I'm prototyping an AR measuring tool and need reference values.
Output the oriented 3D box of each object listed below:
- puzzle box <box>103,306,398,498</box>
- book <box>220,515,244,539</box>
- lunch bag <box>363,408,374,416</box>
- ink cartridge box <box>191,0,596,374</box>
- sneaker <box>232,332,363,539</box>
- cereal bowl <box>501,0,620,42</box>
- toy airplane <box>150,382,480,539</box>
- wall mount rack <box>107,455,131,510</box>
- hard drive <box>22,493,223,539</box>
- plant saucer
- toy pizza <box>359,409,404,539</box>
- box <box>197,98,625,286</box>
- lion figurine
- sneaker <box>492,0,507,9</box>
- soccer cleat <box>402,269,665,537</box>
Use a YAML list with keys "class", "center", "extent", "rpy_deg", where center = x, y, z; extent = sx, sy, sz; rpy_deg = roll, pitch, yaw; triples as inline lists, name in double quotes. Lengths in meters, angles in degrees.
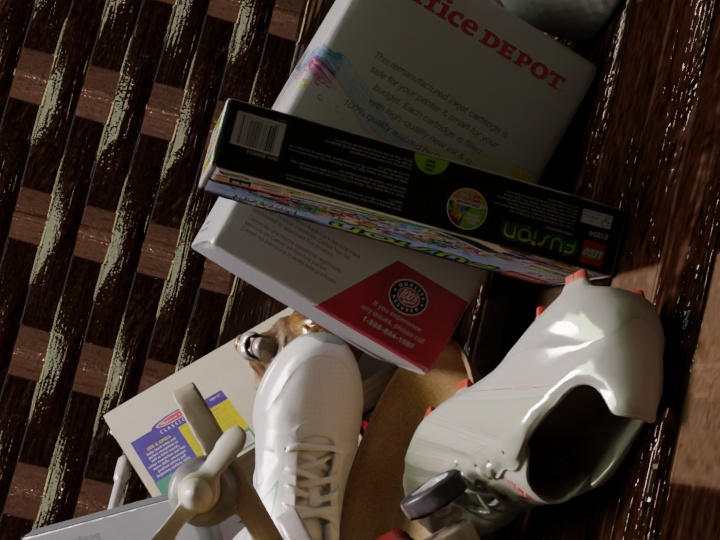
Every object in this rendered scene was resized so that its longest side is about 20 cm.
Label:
- class: "puzzle box"
  center: [-0.074, 0.091, 1.117]
  extent: [0.133, 0.200, 0.025]
  rpy_deg: [43, 160, 56]
- class: "book"
  center: [-0.081, 0.268, 1.154]
  extent: [0.048, 0.133, 0.200]
  rpy_deg: [-165, 90, -84]
- class: "lunch bag"
  center: [-0.064, 0.143, 1.242]
  extent: [0.200, 0.136, 0.133]
  rpy_deg: [117, 165, -50]
- class: "ink cartridge box"
  center: [0.015, -0.064, 0.924]
  extent: [0.200, 0.145, 0.145]
  rpy_deg: [-59, 8, -5]
- class: "sneaker"
  center: [-0.033, 0.138, 0.954]
  extent: [0.080, 0.070, 0.201]
  rpy_deg: [-143, 63, -68]
- class: "cereal bowl"
  center: [0.118, -0.239, 0.915]
  extent: [0.200, 0.083, 0.201]
  rpy_deg: [-165, 90, -82]
- class: "toy airplane"
  center: [-0.024, 0.170, 0.744]
  extent: [0.200, 0.141, 0.199]
  rpy_deg: [35, 144, 41]
- class: "wall mount rack"
  center: [-0.120, 0.215, 1.089]
  extent: [0.075, 0.200, 0.174]
  rpy_deg: [8, -102, -74]
- class: "hard drive"
  center: [-0.132, 0.253, 1.037]
  extent: [0.026, 0.132, 0.200]
  rpy_deg: [-28, -79, -73]
- class: "plant saucer"
  center: [0.035, 0.138, 0.895]
  extent: [0.200, 0.035, 0.201]
  rpy_deg: [-163, 90, -74]
- class: "toy pizza"
  center: [-0.004, 0.179, 1.042]
  extent: [0.200, 0.032, 0.201]
  rpy_deg: [-164, 90, -72]
- class: "box"
  center: [0.021, -0.036, 0.795]
  extent: [0.110, 0.200, 0.035]
  rpy_deg: [158, 126, -80]
- class: "lion figurine"
  center: [0.000, 0.000, 1.066]
  extent: [0.200, 0.072, 0.122]
  rpy_deg: [-55, 14, -19]
- class: "sneaker"
  center: [0.091, -0.169, 1.071]
  extent: [0.077, 0.082, 0.200]
  rpy_deg: [25, -84, -55]
- class: "soccer cleat"
  center: [0.071, 0.080, 0.708]
  extent: [0.200, 0.069, 0.078]
  rpy_deg: [123, 156, -47]
